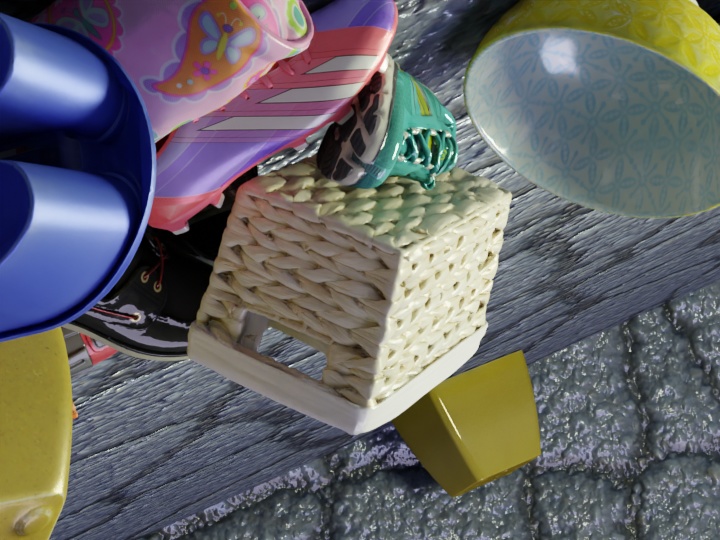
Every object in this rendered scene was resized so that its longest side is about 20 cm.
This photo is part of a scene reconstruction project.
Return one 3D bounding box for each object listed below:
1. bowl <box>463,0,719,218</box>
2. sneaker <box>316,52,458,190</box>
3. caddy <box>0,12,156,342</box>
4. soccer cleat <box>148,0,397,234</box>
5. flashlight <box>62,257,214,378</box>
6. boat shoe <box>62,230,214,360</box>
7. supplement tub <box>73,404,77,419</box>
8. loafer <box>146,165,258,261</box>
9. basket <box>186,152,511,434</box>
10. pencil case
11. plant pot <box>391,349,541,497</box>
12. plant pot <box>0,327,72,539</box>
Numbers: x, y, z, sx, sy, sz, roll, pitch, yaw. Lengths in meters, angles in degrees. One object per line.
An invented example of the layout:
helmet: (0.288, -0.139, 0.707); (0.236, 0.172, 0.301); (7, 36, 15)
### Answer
bowl: (0.178, -0.136, 1.141); (0.200, 0.199, 0.109); (-45, -161, 60)
sneaker: (0.026, -0.088, 1.043); (0.078, 0.079, 0.200); (-58, -179, 16)
caddy: (-0.188, -0.037, 0.757); (0.198, 0.143, 0.105); (-13, 167, 20)
soccer cleat: (-0.066, -0.100, 0.975); (0.199, 0.067, 0.076); (-37, 130, 15)
flashlight: (-0.157, 0.015, 1.304); (0.198, 0.068, 0.068); (-27, 165, -13)
boat shoe: (-0.153, 0.005, 1.084); (0.200, 0.074, 0.063); (17, 143, -29)
supplement tub: (-0.307, 0.097, 1.188); (0.198, 0.124, 0.123); (-22, 168, -11)
loafer: (-0.109, -0.036, 1.138); (0.067, 0.071, 0.201); (-19, 167, -22)
basket: (0.000, 0.000, 1.086); (0.200, 0.134, 0.125); (-28, 136, -61)
pencil case: (-0.121, -0.096, 0.818); (0.199, 0.088, 0.087); (-30, 168, 24)
plant pot: (0.198, 0.276, 2.923); (0.198, 0.178, 0.200); (-19, 168, -26)
plant pot: (-0.256, 0.092, 0.881); (0.194, 0.200, 0.195); (-6, 135, -42)
